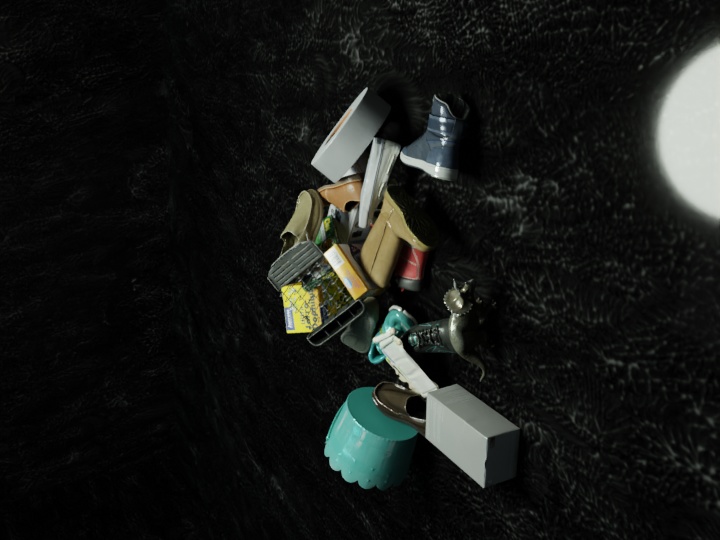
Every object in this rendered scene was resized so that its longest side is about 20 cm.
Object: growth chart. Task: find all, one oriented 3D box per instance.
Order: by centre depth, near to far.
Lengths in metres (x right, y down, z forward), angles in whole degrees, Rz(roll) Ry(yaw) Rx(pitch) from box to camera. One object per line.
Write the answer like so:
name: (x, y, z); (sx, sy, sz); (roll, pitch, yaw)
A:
growth chart: (0.100, 0.204, 1.575); (0.201, 0.018, 0.144); (50, 158, -7)

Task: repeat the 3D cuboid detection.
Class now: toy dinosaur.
toy dinosaur: (0.194, 0.102, 1.382); (0.077, 0.101, 0.204); (27, 120, 58)

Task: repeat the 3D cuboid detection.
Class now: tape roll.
tape roll: (-0.020, -0.285, 1.594); (0.201, 0.066, 0.201); (-51, 13, 16)

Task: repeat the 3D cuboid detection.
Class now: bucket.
bucket: (0.032, 0.365, 1.676); (0.207, 0.204, 0.137); (49, 127, 46)

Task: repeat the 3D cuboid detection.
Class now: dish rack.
dish rack: (-0.100, 0.043, 1.617); (0.201, 0.153, 0.055); (49, -162, -11)

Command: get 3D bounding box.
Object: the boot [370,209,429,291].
boot: (0.073, -0.039, 1.617); (0.200, 0.071, 0.147); (39, 133, 48)

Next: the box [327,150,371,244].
box: (-0.012, -0.165, 1.753); (0.117, 0.059, 0.202); (57, 145, 39)

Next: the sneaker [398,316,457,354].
sneaker: (0.146, 0.139, 1.516); (0.199, 0.078, 0.077); (-25, 76, 61)

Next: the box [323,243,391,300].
box: (0.000, 0.000, 1.646); (0.041, 0.200, 0.120); (-38, 80, 15)

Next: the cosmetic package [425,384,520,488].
cosmetic package: (0.209, 0.309, 1.438); (0.199, 0.089, 0.109); (31, 125, 53)

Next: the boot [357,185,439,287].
boot: (0.073, -0.042, 1.511); (0.176, 0.065, 0.202); (61, 144, 36)

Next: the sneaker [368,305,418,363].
sneaker: (0.068, 0.145, 1.649); (0.077, 0.080, 0.201); (35, 146, 6)

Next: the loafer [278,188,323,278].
loafer: (-0.133, -0.087, 1.669); (0.075, 0.067, 0.204); (-8, 70, 49)

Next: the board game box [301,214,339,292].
board game box: (-0.094, -0.042, 1.721); (0.024, 0.104, 0.201); (48, -162, -34)

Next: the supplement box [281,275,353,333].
supplement box: (-0.080, 0.075, 1.779); (0.108, 0.199, 0.111); (-6, 94, 34)

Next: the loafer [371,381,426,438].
loafer: (0.105, 0.282, 1.601); (0.198, 0.073, 0.072); (23, 144, 34)

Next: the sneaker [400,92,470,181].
sneaker: (0.140, -0.258, 1.418); (0.202, 0.076, 0.149); (-141, 57, -64)

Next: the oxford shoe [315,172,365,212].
oxford shoe: (-0.047, -0.160, 1.683); (0.199, 0.070, 0.073); (-12, 91, 62)

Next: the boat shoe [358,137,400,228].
boat shoe: (0.041, -0.173, 1.548); (0.071, 0.068, 0.203); (-90, 11, -59)

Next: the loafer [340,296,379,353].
loafer: (0.009, 0.124, 1.718); (0.074, 0.070, 0.201); (29, 149, 1)
